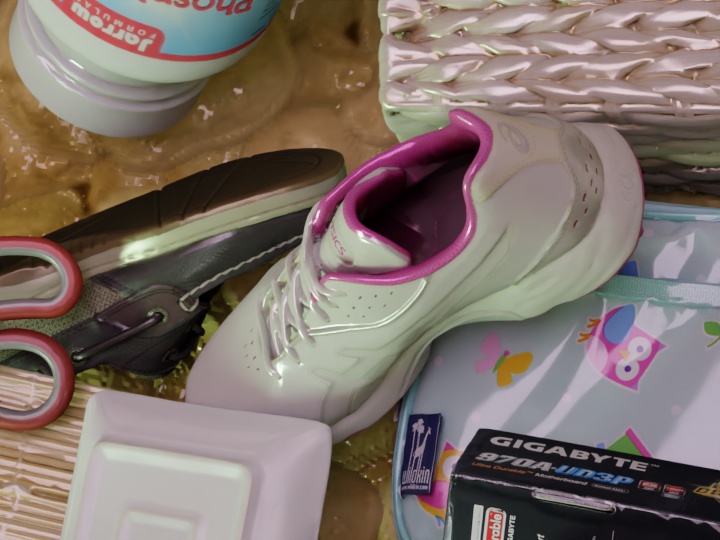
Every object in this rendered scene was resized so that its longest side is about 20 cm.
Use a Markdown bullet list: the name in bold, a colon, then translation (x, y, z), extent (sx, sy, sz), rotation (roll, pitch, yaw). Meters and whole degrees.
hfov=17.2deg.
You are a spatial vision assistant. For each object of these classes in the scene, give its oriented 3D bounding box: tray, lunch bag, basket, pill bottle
- **tray**: translation (-0.076, 0.144, 0.830), extent (0.107, 0.022, 0.201), rotation (6, 80, 30)
- **lunch bag**: translation (0.108, 0.050, 0.869), extent (0.199, 0.077, 0.161), rotation (6, 76, 14)
- **basket**: translation (0.107, -0.099, 0.885), extent (0.199, 0.136, 0.124), rotation (2, 78, 13)
- **pill bottle**: translation (-0.069, -0.143, 0.895), extent (0.108, 0.200, 0.109), rotation (13, 50, -16)

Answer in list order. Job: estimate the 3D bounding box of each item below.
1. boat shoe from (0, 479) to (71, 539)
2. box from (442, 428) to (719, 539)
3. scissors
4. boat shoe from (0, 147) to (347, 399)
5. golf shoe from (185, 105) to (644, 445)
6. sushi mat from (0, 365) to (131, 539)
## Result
- **boat shoe**: translation (-0.139, 0.138, 0.908), extent (0.199, 0.062, 0.075), rotation (-28, 67, -9)
- **box**: translation (0.101, 0.166, 0.805), extent (0.158, 0.046, 0.201), rotation (9, 107, 15)
- **scissors**: translation (-0.200, 0.034, 0.891), extent (0.199, 0.014, 0.074), rotation (-8, 91, 1)
- **boat shoe**: translation (-0.090, 0.011, 0.931), extent (0.200, 0.072, 0.066), rotation (-20, 104, 11)
- **golf shoe**: translation (0.000, 0.000, 0.827), extent (0.200, 0.091, 0.076), rotation (-34, 58, 28)
- **sushi mat**: translation (-0.132, 0.083, 0.891), extent (0.199, 0.012, 0.096), rotation (12, 68, 7)
